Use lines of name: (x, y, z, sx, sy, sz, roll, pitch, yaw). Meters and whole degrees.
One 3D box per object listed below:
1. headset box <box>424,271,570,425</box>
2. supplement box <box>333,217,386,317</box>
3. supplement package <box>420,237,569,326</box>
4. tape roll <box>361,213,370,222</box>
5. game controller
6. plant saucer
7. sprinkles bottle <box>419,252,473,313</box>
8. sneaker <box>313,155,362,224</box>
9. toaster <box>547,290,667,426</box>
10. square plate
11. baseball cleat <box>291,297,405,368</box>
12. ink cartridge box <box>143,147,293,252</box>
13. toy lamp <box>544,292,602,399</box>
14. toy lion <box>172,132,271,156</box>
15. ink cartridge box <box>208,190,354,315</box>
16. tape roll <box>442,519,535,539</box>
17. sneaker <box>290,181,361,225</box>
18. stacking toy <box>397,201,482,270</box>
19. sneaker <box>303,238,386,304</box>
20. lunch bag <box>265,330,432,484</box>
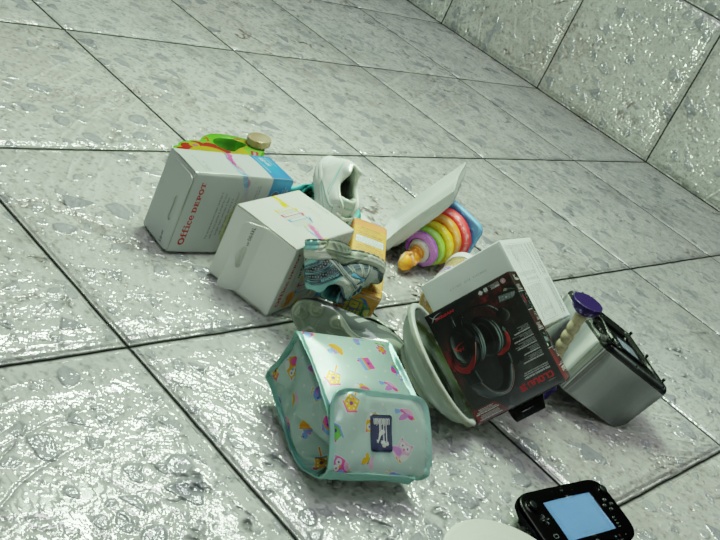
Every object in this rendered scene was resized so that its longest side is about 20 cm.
headset box: (0.209, 0.123, 1.567, 0.201, 0.148, 0.075, 64, 15, 8)
supplement box: (0.000, 0.000, 1.746, 0.068, 0.067, 0.201, 19, 36, -12)
supplement package: (0.223, 0.049, 1.712, 0.152, 0.151, 0.200, 63, 22, 8)
tape roll: (-0.063, -0.083, 1.920, 0.201, 0.037, 0.203, 22, 26, -11)
game controller: (0.295, 0.340, 1.441, 0.199, 0.042, 0.104, 0, 35, -43)
plant saucer: (0.106, 0.147, 1.562, 0.201, 0.050, 0.201, 57, 15, -23)
sprinkles bottle: (0.163, 0.027, 1.893, 0.068, 0.069, 0.200, 30, 25, 8)
sneaker: (-0.047, -0.091, 1.764, 0.070, 0.203, 0.080, 6, 3, -43)
toaster: (0.399, 0.145, 1.796, 0.199, 0.119, 0.181, 35, 18, -29)
square plate: (0.118, -0.115, 1.998, 0.029, 0.199, 0.198, 49, 23, -9)
baseball cleat: (-0.018, 0.092, 1.604, 0.199, 0.070, 0.107, 32, 17, -13)
ink cartridge box: (-0.226, -0.109, 1.678, 0.199, 0.145, 0.085, -1, 36, -46)
toy lamp: (0.314, 0.131, 1.678, 0.058, 0.201, 0.058, 20, 26, -10)
toy lion: (-0.256, -0.203, 1.949, 0.190, 0.069, 0.201, 10, 28, -16)
ink cartridge box: (-0.128, -0.028, 1.639, 0.125, 0.129, 0.200, 35, 27, 19)
tape roll: (0.177, 0.378, 1.239, 0.201, 0.037, 0.203, 22, 24, -10)
sneaker: (-0.077, -0.109, 1.821, 0.199, 0.080, 0.078, 7, 31, -37)
stacking toy: (0.128, -0.046, 1.989, 0.110, 0.116, 0.200, 42, 42, 15)
sneaker: (-0.030, 0.009, 1.593, 0.077, 0.087, 0.199, 6, -6, 32)
lunch bag: (-0.009, 0.185, 1.354, 0.169, 0.122, 0.201, 11, 37, -36)
